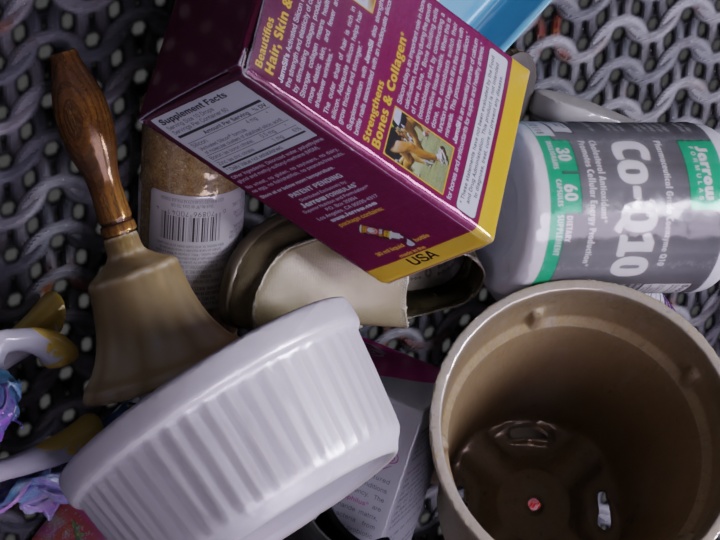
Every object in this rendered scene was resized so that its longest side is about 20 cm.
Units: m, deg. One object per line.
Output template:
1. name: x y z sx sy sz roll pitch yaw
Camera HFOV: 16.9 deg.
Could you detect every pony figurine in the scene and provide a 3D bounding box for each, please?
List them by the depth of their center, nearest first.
1. pony figurine: -0.245 0.113 1.411 0.200 0.166 0.194 -12 114 -49

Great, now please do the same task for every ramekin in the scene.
1. ramekin: -0.068 0.108 1.406 0.202 0.094 0.202 -32 171 -5

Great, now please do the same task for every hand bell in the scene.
1. hand bell: -0.144 -0.032 1.415 0.104 0.104 0.201 -21 97 -27

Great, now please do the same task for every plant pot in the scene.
1. plant pot: 0.128 0.131 1.570 0.200 0.201 0.184 -33 167 -19

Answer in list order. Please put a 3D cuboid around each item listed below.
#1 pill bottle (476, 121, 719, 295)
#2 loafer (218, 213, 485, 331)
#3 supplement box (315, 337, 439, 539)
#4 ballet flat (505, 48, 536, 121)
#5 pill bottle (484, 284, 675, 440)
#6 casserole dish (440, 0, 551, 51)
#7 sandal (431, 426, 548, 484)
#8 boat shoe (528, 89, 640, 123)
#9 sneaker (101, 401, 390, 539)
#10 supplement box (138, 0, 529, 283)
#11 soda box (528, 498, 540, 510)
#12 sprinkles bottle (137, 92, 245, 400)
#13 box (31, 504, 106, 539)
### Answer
1. pill bottle: 0.179 -0.041 1.578 0.199 0.113 0.114 -2 116 -21
2. loafer: 0.000 0.000 1.506 0.200 0.067 0.076 -16 121 -39
3. supplement box: -0.017 0.153 1.601 0.103 0.101 0.201 -33 143 -67
4. ballet flat: 0.041 -0.071 1.590 0.200 0.046 0.067 -50 137 -10
5. pill bottle: 0.170 0.055 1.691 0.112 0.112 0.200 -45 117 -9
6. casserole dish: 0.061 -0.190 1.536 0.200 0.039 0.121 -48 132 -5
7. sandal: 0.121 0.128 1.749 0.199 0.054 0.081 -3 116 -38
8. boat shoe: 0.178 -0.071 1.678 0.200 0.072 0.069 18 98 -52
9. sneaker: -0.071 0.139 1.531 0.078 0.200 0.070 -50 178 11
10. supplement box: -0.012 -0.102 1.415 0.200 0.103 0.131 34 55 -29
11. soda box: 0.080 0.238 1.715 0.200 0.063 0.070 -47 141 -49
12. sprinkles bottle: -0.104 -0.013 1.487 0.068 0.068 0.201 -14 122 -32
13. box: -0.120 0.221 1.515 0.103 0.200 0.095 35 93 -43
